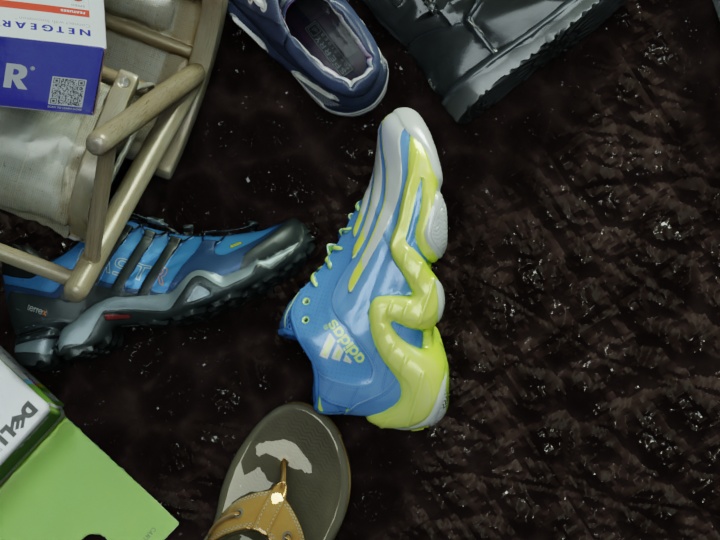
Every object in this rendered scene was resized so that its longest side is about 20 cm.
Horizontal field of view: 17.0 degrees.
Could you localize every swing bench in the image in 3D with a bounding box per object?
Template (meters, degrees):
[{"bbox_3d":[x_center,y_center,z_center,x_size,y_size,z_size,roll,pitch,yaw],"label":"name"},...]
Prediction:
[{"bbox_3d":[-0.211,-0.113,1.457,0.199,0.200,0.130,21,129,7],"label":"swing bench"}]

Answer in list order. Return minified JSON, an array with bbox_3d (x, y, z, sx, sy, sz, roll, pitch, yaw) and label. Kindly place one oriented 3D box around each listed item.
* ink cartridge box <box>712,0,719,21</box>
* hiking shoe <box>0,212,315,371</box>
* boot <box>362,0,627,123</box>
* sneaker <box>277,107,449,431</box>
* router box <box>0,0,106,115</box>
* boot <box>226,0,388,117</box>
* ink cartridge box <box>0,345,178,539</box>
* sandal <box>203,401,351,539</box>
[{"bbox_3d":[0.301,-0.249,1.528,0.199,0.041,0.200,-17,84,-1],"label":"ink cartridge box"},{"bbox_3d":[-0.129,-0.005,1.490,0.200,0.074,0.087,-19,85,-1],"label":"hiking shoe"},{"bbox_3d":[0.064,-0.218,1.521,0.165,0.066,0.200,-36,81,-5],"label":"boot"},{"bbox_3d":[0.000,0.000,1.485,0.105,0.076,0.200,-3,85,-5],"label":"sneaker"},{"bbox_3d":[-0.249,-0.169,1.369,0.200,0.049,0.180,6,39,-13],"label":"router box"},{"bbox_3d":[-0.055,-0.183,1.499,0.073,0.090,0.200,-45,86,-4],"label":"boot"},{"bbox_3d":[-0.233,0.137,1.475,0.200,0.076,0.148,42,86,6],"label":"ink cartridge box"},{"bbox_3d":[-0.070,0.176,1.481,0.080,0.054,0.200,32,85,3],"label":"sandal"}]
